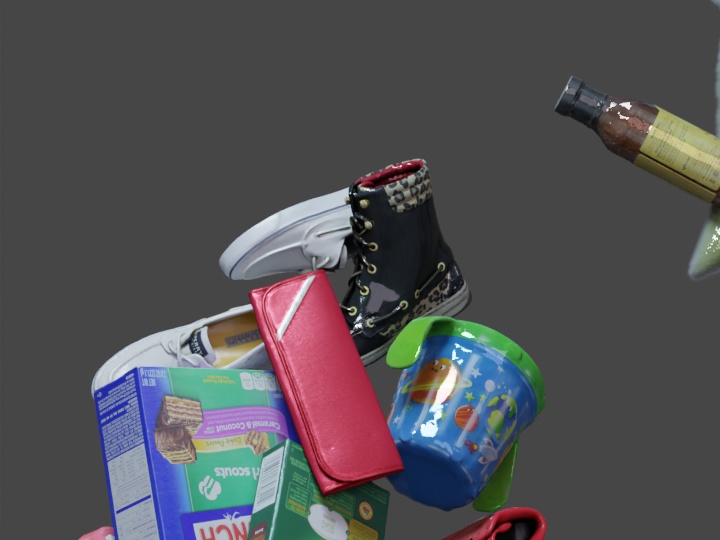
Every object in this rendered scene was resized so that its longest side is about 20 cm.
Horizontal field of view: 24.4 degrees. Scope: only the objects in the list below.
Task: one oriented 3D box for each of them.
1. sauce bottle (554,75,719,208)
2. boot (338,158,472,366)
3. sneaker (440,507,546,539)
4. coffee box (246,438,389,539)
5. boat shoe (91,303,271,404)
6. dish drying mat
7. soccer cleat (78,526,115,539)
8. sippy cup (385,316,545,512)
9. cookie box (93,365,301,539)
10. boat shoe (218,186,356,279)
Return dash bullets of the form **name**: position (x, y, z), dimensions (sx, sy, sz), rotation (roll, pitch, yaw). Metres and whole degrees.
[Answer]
- **sauce bottle**: position (0.292, -0.134, 1.675), dimensions (0.199, 0.066, 0.066), rotation (30, 67, 2)
- **boot**: position (0.000, -0.001, 1.533), dimensions (0.203, 0.073, 0.155), rotation (-26, 114, -23)
- **sneaker**: position (0.075, 0.258, 1.458), dimensions (0.199, 0.116, 0.079), rotation (-31, 76, -18)
- **coffee box**: position (-0.042, 0.255, 1.397), dimensions (0.123, 0.044, 0.201), rotation (30, 49, -29)
- **boat shoe**: position (-0.150, 0.076, 1.520), dimensions (0.199, 0.070, 0.071), rotation (-17, 72, -14)
- **dish drying mat**: position (-0.032, 0.094, 1.445), dimensions (0.076, 0.018, 0.201), rotation (-15, 64, -15)
- **soccer cleat**: position (-0.184, 0.313, 1.435), dimensions (0.076, 0.067, 0.200), rotation (-37, 86, 20)
- **sippy cup**: position (0.081, 0.136, 1.482), dimensions (0.177, 0.140, 0.131), rotation (34, 52, -5)
- **cookie box**: position (-0.128, 0.190, 1.440), dimensions (0.171, 0.075, 0.201), rotation (5, 65, -41)
- **boat shoe**: position (-0.035, -0.026, 1.583), dimensions (0.199, 0.072, 0.066), rotation (-21, 68, -25)
